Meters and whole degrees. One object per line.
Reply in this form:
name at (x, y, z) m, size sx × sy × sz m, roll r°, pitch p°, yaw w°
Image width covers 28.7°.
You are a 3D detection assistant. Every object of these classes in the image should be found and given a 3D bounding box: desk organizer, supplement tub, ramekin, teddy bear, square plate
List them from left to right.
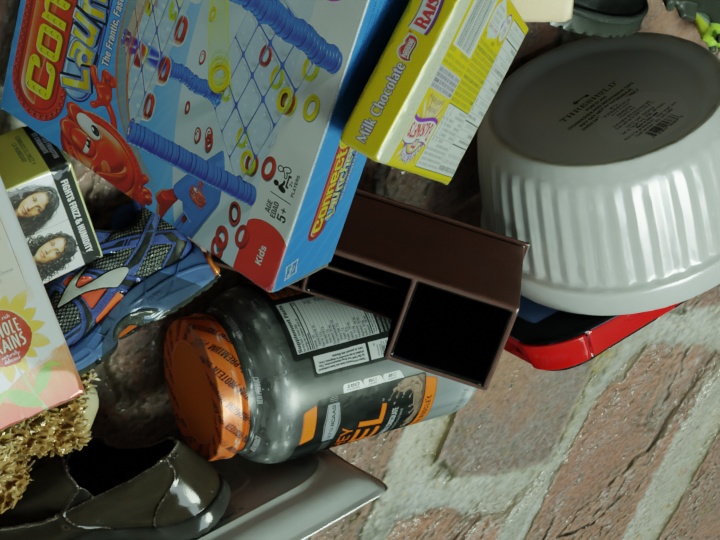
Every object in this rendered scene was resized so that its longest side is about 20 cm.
teddy bear at (-0.246, 0.119, 0.860) m, size 0.200 × 0.145 × 0.067 m, roll -35°, pitch 107°, yaw -11°
square plate at (-0.103, 0.164, 0.977) m, size 0.199 × 0.198 × 0.029 m, roll -26°, pitch 104°, yaw -16°
supplement tub at (-0.026, 0.060, 0.967) m, size 0.199 × 0.123 × 0.123 m, roll -12°, pitch 133°, yaw -28°
desk organizer at (0.000, 0.000, 0.884) m, size 0.199 × 0.077 × 0.072 m, roll 18°, pitch 122°, yaw -1°
ramekin at (0.171, -0.075, 0.944) m, size 0.200 × 0.200 × 0.105 m, roll -28°, pitch 127°, yaw -14°

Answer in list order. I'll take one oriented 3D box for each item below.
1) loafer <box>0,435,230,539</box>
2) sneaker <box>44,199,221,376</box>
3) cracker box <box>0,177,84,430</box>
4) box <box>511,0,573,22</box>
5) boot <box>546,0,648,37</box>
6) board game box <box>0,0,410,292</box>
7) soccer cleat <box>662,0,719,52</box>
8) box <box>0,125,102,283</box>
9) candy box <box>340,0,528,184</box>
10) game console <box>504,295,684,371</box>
loafer at (-0.185, 0.140, 0.926) m, size 0.199 × 0.073 × 0.072 m, roll -11°, pitch 119°, yaw 14°
sneaker at (-0.173, 0.019, 0.823) m, size 0.075 × 0.079 × 0.200 m, roll -26°, pitch -172°, yaw 42°
cracker box at (-0.235, -0.007, 0.685) m, size 0.133 × 0.058 × 0.201 m, roll -23°, pitch 107°, yaw -18°
box at (0.045, -0.231, 0.764) m, size 0.163 × 0.021 × 0.201 m, roll 0°, pitch 123°, yaw -3°
boot at (0.129, -0.234, 0.850) m, size 0.210 × 0.079 × 0.158 m, roll 6°, pitch 122°, yaw -40°
board game box at (-0.076, -0.125, 0.699) m, size 0.056 × 0.195 × 0.201 m, roll -29°, pitch 146°, yaw -52°
soccer cleat at (0.248, -0.207, 0.978) m, size 0.064 × 0.084 × 0.200 m, roll -18°, pitch 167°, yaw 28°
box at (-0.245, -0.004, 0.753) m, size 0.199 × 0.050 × 0.075 m, roll -25°, pitch 136°, yaw -16°
candy box at (0.044, -0.098, 0.717) m, size 0.103 × 0.026 × 0.200 m, roll -60°, pitch 169°, yaw 6°
game console at (0.157, 0.000, 1.005) m, size 0.176 × 0.200 × 0.031 m, roll -31°, pitch 112°, yaw -14°
